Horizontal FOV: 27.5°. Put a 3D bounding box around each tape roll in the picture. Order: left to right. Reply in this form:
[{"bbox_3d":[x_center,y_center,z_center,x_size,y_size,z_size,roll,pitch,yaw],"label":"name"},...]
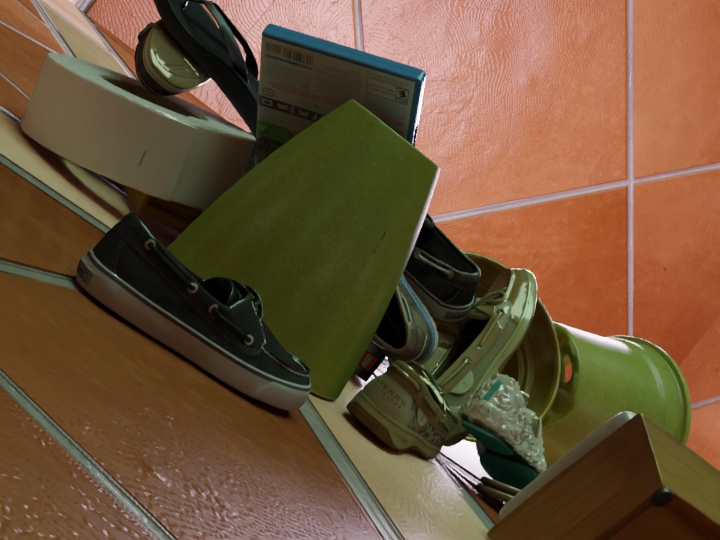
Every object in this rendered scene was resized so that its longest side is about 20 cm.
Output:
[{"bbox_3d":[-0.196,-0.123,1.307,0.201,0.071,0.202,24,8,-4],"label":"tape roll"}]

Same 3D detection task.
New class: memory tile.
[{"bbox_3d":[0.201,0.228,1.329,0.153,0.017,0.200,17,-7,33],"label":"memory tile"}]

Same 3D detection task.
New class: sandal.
[{"bbox_3d":[-0.118,-0.198,1.360,0.200,0.043,0.076,51,20,-8],"label":"sandal"}]

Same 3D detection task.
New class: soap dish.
[{"bbox_3d":[0.221,0.212,1.155,0.200,0.157,0.081,35,22,-35],"label":"soap dish"}]

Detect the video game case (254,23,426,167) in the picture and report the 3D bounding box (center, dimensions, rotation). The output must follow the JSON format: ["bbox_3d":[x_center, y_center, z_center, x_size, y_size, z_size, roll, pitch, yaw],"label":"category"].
[{"bbox_3d":[-0.023,-0.110,1.280,0.142,0.201,0.018,18,46,10],"label":"video game case"}]

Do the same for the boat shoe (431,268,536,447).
[{"bbox_3d":[0.107,0.071,1.406,0.063,0.201,0.073,36,-25,-13],"label":"boat shoe"}]

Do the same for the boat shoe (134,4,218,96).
[{"bbox_3d":[-0.181,-0.202,1.388,0.072,0.065,0.200,46,21,-19],"label":"boat shoe"}]

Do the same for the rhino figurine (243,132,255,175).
[{"bbox_3d":[-0.139,-0.113,1.465,0.199,0.060,0.087,15,12,30],"label":"rhino figurine"}]

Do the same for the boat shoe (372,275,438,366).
[{"bbox_3d":[0.000,0.000,1.369,0.200,0.072,0.072,49,7,16],"label":"boat shoe"}]

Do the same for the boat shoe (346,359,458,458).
[{"bbox_3d":[0.047,0.113,1.241,0.073,0.063,0.200,39,4,12],"label":"boat shoe"}]

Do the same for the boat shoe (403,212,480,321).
[{"bbox_3d":[0.045,-0.036,1.431,0.070,0.064,0.200,-19,50,-41],"label":"boat shoe"}]

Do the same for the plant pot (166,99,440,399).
[{"bbox_3d":[-0.030,-0.031,1.197,0.187,0.200,0.187,38,4,-4],"label":"plant pot"}]

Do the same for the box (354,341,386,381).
[{"bbox_3d":[-0.037,0.041,1.468,0.110,0.035,0.200,38,5,-12],"label":"box"}]

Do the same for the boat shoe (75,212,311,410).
[{"bbox_3d":[-0.096,0.031,0.970,0.200,0.057,0.069,35,6,-38],"label":"boat shoe"}]

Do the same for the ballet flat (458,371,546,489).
[{"bbox_3d":[0.140,0.147,1.336,0.072,0.072,0.200,40,-9,26],"label":"ballet flat"}]

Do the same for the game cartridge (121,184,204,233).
[{"bbox_3d":[-0.147,-0.059,1.415,0.176,0.033,0.200,25,10,-23],"label":"game cartridge"}]

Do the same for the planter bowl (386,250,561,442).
[{"bbox_3d":[0.096,0.088,1.484,0.200,0.201,0.083,38,-33,-8],"label":"planter bowl"}]

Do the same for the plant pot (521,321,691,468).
[{"bbox_3d":[0.225,0.140,1.576,0.184,0.201,0.200,29,10,-47],"label":"plant pot"}]
